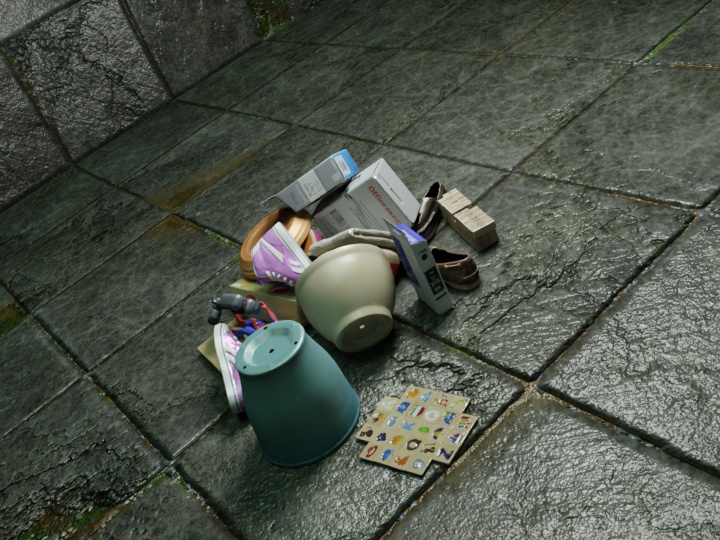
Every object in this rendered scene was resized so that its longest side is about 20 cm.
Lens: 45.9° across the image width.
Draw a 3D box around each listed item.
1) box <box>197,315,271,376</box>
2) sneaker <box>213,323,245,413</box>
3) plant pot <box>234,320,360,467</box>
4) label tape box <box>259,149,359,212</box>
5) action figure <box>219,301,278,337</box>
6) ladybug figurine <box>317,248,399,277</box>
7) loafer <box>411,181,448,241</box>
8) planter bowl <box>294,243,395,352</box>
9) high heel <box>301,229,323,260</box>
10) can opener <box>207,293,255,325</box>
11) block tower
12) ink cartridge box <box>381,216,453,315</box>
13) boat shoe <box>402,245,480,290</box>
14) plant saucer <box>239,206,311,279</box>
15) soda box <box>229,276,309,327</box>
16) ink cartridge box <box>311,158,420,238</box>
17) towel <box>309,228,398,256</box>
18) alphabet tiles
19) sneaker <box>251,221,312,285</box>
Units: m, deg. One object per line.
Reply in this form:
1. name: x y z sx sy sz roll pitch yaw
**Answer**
1. box: -0.243 0.157 1.796 0.162 0.022 0.199 -36 32 -16
2. sneaker: -0.218 0.178 1.662 0.112 0.073 0.203 -19 54 -6
3. plant pot: -0.124 0.200 1.479 0.196 0.191 0.202 -19 31 12
4. label tape box: -0.110 -0.182 1.878 0.198 0.064 0.144 -32 5 18
5. action figure: -0.222 0.102 1.752 0.197 0.100 0.065 13 47 43
6. ladybug figurine: 0.000 0.000 1.745 0.196 0.074 0.135 0 -15 -33
7. loafer: 0.137 -0.128 1.896 0.072 0.072 0.201 -2 38 34
8. planter bowl: -0.014 0.067 1.621 0.197 0.201 0.137 -25 56 1
9. high heel: -0.084 -0.042 1.867 0.200 0.094 0.069 174 115 -75
10. can opener: -0.271 0.085 1.750 0.199 0.052 0.068 -3 68 66
11. block tower: 0.229 -0.108 1.817 0.053 0.059 0.200 -28 29 -5
12. ink cartridge box: 0.110 -0.017 1.621 0.039 0.202 0.099 -33 32 -9
13. boat shoe: 0.158 -0.017 1.717 0.197 0.071 0.070 9 45 46
14. plant saucer: -0.194 -0.069 1.869 0.198 0.038 0.202 -31 31 21
15. soda box: -0.185 0.066 1.814 0.197 0.069 0.064 11 29 36
16. ink cartridge box: 0.013 -0.128 1.858 0.198 0.147 0.084 -29 22 36
17. towel: 0.006 -0.054 1.761 0.197 0.035 0.131 5 -18 -45
18. alphabet tiles: 0.091 0.261 1.407 0.197 0.006 0.167 5 43 41
19. sneaker: -0.149 0.013 1.746 0.114 0.073 0.201 -40 69 1
